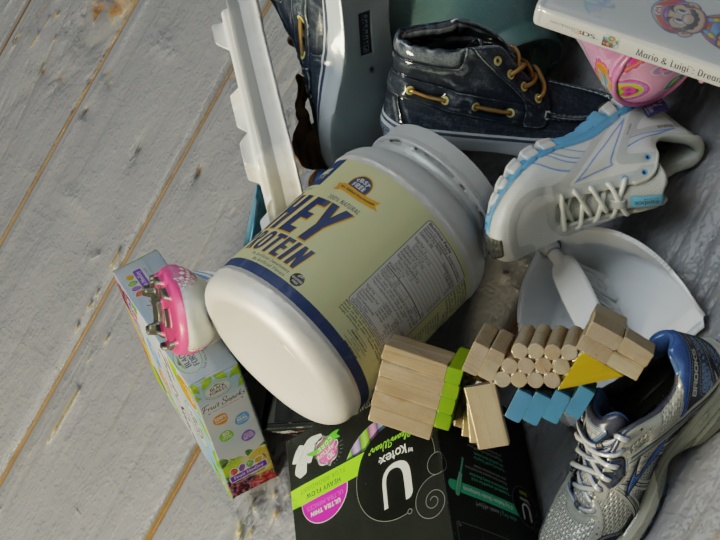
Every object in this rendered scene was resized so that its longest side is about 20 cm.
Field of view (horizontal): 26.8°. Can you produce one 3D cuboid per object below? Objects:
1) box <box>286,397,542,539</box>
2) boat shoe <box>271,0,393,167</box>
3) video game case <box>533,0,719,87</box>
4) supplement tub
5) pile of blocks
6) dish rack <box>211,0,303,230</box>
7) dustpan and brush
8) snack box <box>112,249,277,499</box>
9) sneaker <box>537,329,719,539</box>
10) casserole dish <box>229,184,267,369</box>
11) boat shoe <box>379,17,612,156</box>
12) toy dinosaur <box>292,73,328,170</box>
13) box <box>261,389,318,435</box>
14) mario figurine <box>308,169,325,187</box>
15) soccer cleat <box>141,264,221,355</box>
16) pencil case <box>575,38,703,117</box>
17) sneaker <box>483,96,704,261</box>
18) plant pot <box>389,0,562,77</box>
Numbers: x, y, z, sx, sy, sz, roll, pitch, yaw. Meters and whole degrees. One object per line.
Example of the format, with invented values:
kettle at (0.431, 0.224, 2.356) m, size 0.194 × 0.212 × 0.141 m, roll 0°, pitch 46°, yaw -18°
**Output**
box at (0.044, 0.201, 1.112) m, size 0.149 × 0.124 × 0.200 m, roll -32°, pitch 49°, yaw 30°
boat shoe at (-0.025, -0.179, 1.208) m, size 0.091 × 0.071 × 0.200 m, roll 27°, pitch 125°, yaw 42°
video game case at (0.243, -0.223, 1.099) m, size 0.182 × 0.024 × 0.200 m, roll 21°, pitch 58°, yaw 10°
supplement tub at (0.000, 0.000, 1.126) m, size 0.200 × 0.145 × 0.145 m, roll -44°, pitch 35°, yaw -21°
pile of blocks at (0.106, 0.072, 1.045) m, size 0.200 × 0.062 × 0.082 m, roll -7°, pitch 103°, yaw 16°
dish rack at (-0.080, -0.116, 1.236) m, size 0.044 × 0.172 × 0.200 m, roll -13°, pitch 60°, yaw -3°
dustpan and brush at (0.159, 0.002, 1.155) m, size 0.140 × 0.057 × 0.200 m, roll -43°, pitch 42°, yaw 21°
snack box at (-0.151, 0.091, 1.367) m, size 0.053 × 0.142 × 0.200 m, roll -28°, pitch 40°, yaw -13°
sneaker at (0.176, 0.120, 1.051) m, size 0.200 × 0.085 × 0.077 m, roll -56°, pitch 40°, yaw 7°
casserole dish at (-0.091, 0.012, 1.364) m, size 0.200 × 0.039 × 0.121 m, roll 108°, pitch 169°, yaw -53°
boat shoe at (0.118, -0.142, 1.174) m, size 0.071 × 0.200 × 0.091 m, roll -102°, pitch 14°, yaw -51°
toy dinosaur at (-0.044, -0.114, 1.326) m, size 0.200 × 0.060 × 0.106 m, roll 18°, pitch 96°, yaw 65°
box at (-0.026, 0.039, 1.276) m, size 0.159 × 0.046 × 0.200 m, roll 165°, pitch 115°, yaw -67°
mario figurine at (0.040, -0.077, 1.334) m, size 0.106 × 0.124 × 0.200 m, roll -26°, pitch 22°, yaw -25°
soccer cleat at (-0.126, 0.025, 1.214) m, size 0.200 × 0.086 × 0.070 m, roll -171°, pitch 73°, yaw -77°
pencil case at (0.193, -0.217, 1.157) m, size 0.087 × 0.087 × 0.200 m, roll -39°, pitch 54°, yaw 24°
sneaker at (0.177, -0.064, 1.116) m, size 0.200 × 0.075 × 0.087 m, roll -36°, pitch 48°, yaw -25°
plant pot at (0.086, -0.207, 1.273) m, size 0.200 × 0.200 × 0.134 m, roll -39°, pitch 70°, yaw 24°
